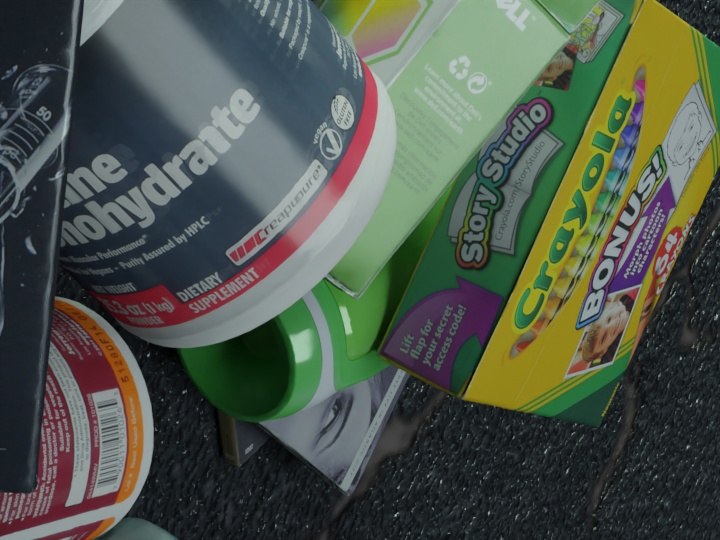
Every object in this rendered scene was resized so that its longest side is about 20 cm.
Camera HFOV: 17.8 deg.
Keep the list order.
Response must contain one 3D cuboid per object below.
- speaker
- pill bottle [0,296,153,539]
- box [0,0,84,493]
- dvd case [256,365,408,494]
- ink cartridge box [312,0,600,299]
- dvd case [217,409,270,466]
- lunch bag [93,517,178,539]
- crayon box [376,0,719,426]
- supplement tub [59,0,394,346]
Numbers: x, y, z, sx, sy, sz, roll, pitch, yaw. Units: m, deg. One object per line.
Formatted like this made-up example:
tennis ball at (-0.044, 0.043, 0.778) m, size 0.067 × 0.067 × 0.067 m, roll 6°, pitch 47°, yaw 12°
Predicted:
speaker at (0.000, 0.000, 1.109) m, size 0.200 × 0.088 × 0.089 m, roll -31°, pitch 134°, yaw -47°
pill bottle at (-0.180, 0.073, 0.911) m, size 0.200 × 0.109 × 0.110 m, roll -9°, pitch 116°, yaw -58°
box at (-0.192, -0.039, 0.714) m, size 0.104 × 0.198 × 0.184 m, roll -114°, pitch -150°, yaw -68°
dvd case at (-0.013, 0.021, 1.217) m, size 0.149 × 0.016 × 0.200 m, roll -63°, pitch 151°, yaw -12°
ink cartridge box at (0.022, -0.096, 1.001) m, size 0.059 × 0.104 × 0.200 m, roll 40°, pitch 90°, yaw -32°
dvd case at (-0.032, -0.015, 1.210) m, size 0.149 × 0.016 × 0.201 m, roll -43°, pitch 141°, yaw -39°
lunch bag at (-0.107, 0.205, 1.032) m, size 0.077 × 0.160 × 0.200 m, roll -47°, pitch -179°, yaw -41°
crayon box at (0.105, -0.030, 1.114) m, size 0.172 × 0.058 × 0.201 m, roll 15°, pitch 100°, yaw -63°
supplement tub at (-0.093, -0.081, 0.862) m, size 0.200 × 0.140 × 0.141 m, roll 47°, pitch 65°, yaw -32°
